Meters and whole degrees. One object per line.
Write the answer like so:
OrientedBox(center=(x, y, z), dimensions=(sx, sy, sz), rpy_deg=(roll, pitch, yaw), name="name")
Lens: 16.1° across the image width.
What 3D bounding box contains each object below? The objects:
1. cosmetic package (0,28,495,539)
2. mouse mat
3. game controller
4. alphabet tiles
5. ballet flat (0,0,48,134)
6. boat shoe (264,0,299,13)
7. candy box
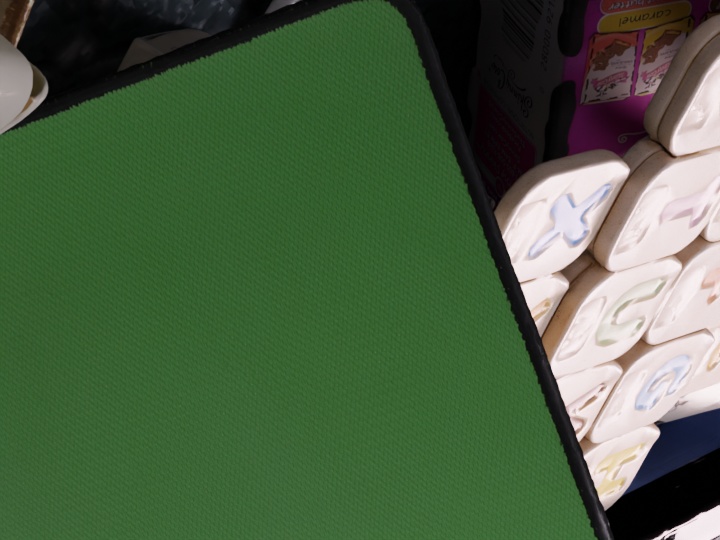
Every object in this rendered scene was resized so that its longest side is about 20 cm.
OrientedBox(center=(-0.056, 0.046, 0.686), dimensions=(0.201, 0.103, 0.073), rpy_deg=(-60, 177, 11), name="cosmetic package")
OrientedBox(center=(-0.028, 0.045, 0.642), dimensions=(0.160, 0.201, 0.008), rpy_deg=(-20, -173, 9), name="mouse mat")
OrientedBox(center=(0.095, 0.066, 0.900), dimensions=(0.199, 0.104, 0.042), rpy_deg=(-20, 125, -40), name="game controller")
OrientedBox(center=(0.085, 0.006, 0.749), dimensions=(0.195, 0.015, 0.201), rpy_deg=(-14, 139, -48), name="alphabet tiles")
OrientedBox(center=(-0.094, -0.074, 0.583), dimensions=(0.070, 0.065, 0.201), rpy_deg=(1, 118, -50), name="ballet flat")
OrientedBox(center=(0.000, 0.000, 0.765), dimensions=(0.075, 0.060, 0.201), rpy_deg=(-30, 139, -31), name="boat shoe")
OrientedBox(center=(0.104, -0.044, 0.823), dimensions=(0.135, 0.061, 0.201), rpy_deg=(-12, 130, -21), name="candy box")
